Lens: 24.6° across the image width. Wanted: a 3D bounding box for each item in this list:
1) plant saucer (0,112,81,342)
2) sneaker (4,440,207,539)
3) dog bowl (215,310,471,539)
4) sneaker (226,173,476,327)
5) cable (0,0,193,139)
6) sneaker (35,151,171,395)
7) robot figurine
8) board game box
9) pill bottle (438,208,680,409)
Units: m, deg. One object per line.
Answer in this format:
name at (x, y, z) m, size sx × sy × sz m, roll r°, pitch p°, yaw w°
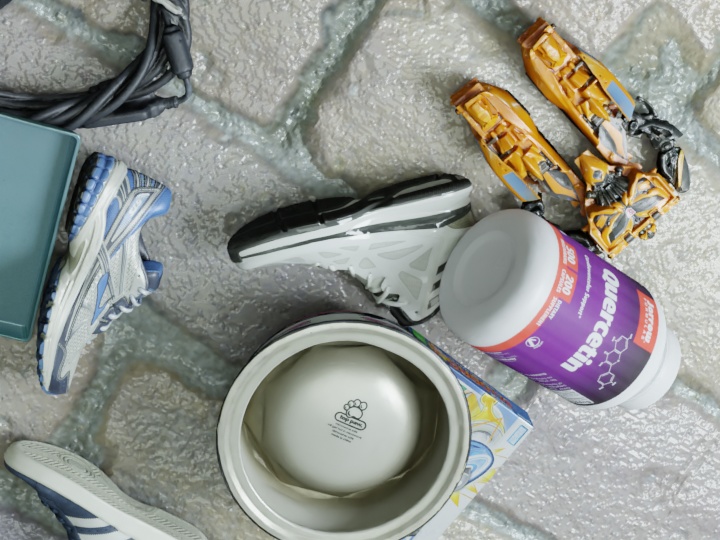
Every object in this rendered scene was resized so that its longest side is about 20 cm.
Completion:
plant saucer at (-0.270, -0.033, 1.281) m, size 0.070 × 0.019 × 0.200 m, roll 14°, pitch 121°, yaw -10°
sneaker at (-0.220, 0.218, 1.365) m, size 0.200 × 0.075 × 0.085 m, roll 35°, pitch 97°, yaw -16°
dog bowl at (-0.015, 0.121, 1.315) m, size 0.200 × 0.074 × 0.201 m, roll -1°, pitch 109°, yaw -3°
sneaker at (0.000, 0.000, 1.315) m, size 0.200 × 0.076 × 0.116 m, roll -12°, pitch 107°, yaw -4°
cable at (-0.227, -0.184, 1.244) m, size 0.200 × 0.051 × 0.164 m, roll -7°, pitch 110°, yaw -2°
sneaker at (-0.201, 0.013, 1.301) m, size 0.085 × 0.077 × 0.200 m, roll 16°, pitch 106°, yaw -15°
robot figurine at (0.171, -0.093, 1.310) m, size 0.145 × 0.058 × 0.200 m, roll -42°, pitch 107°, yaw 10°
board game box at (0.030, 0.163, 1.393) m, size 0.135 × 0.034 × 0.200 m, roll 36°, pitch 102°, yaw -15°
pill bottle at (0.164, 0.039, 1.309) m, size 0.200 × 0.112 × 0.113 m, roll 29°, pitch 104°, yaw -35°
